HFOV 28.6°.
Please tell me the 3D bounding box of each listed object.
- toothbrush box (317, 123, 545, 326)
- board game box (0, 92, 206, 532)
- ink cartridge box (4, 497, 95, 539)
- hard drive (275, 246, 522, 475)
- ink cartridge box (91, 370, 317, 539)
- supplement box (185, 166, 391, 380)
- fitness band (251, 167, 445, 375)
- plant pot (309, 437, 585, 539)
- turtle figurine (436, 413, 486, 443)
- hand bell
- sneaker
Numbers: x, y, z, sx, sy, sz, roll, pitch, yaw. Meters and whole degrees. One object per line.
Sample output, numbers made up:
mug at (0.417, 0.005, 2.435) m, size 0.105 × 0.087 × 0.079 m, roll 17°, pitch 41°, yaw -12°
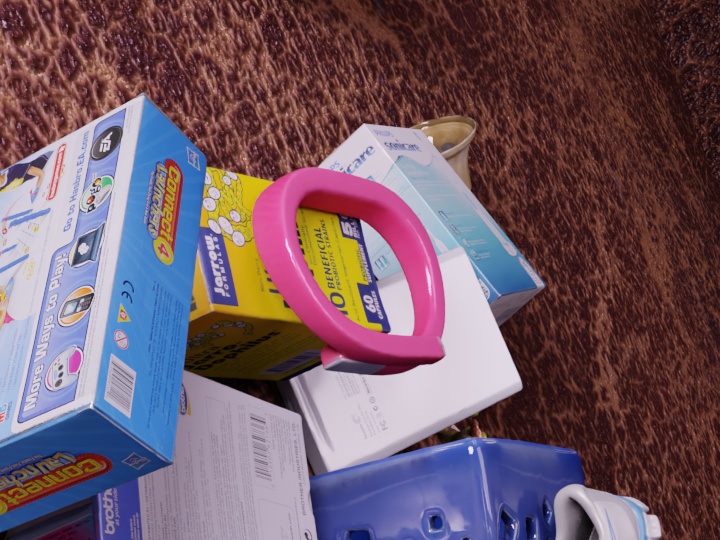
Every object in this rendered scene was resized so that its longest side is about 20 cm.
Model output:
toothbrush box at (0.061, -0.033, 1.298) m, size 0.200 × 0.085 × 0.146 m, roll 53°, pitch 21°, yaw 11°
board game box at (-0.177, 0.033, 0.710) m, size 0.056 × 0.195 × 0.200 m, roll 45°, pitch 33°, yaw -38°
ink cartridge box at (-0.110, 0.164, 0.872) m, size 0.200 × 0.076 × 0.137 m, roll 52°, pitch 28°, yaw -30°
hard drive at (0.027, 0.074, 1.147) m, size 0.200 × 0.026 × 0.132 m, roll -22°, pitch 88°, yaw -31°
ink cartridge box at (-0.096, 0.120, 0.803) m, size 0.200 × 0.042 × 0.120 m, roll 32°, pitch 42°, yaw -53°
supplement box at (-0.087, 0.006, 0.988) m, size 0.200 × 0.109 × 0.109 m, roll 9°, pitch 60°, yaw -54°
fitness band at (0.000, 0.000, 0.983) m, size 0.200 × 0.037 × 0.144 m, roll 9°, pitch 60°, yaw -55°
plant pot at (0.053, 0.230, 0.998) m, size 0.200 × 0.199 × 0.180 m, roll 18°, pitch 59°, yaw -59°
turtle figurine at (0.063, 0.112, 1.261) m, size 0.200 × 0.064 × 0.161 m, roll 52°, pitch 13°, yaw 12°
hand bell at (0.102, -0.051, 1.487) m, size 0.104 × 0.104 × 0.201 m, roll -68°, pitch 141°, yaw -57°
sneaker at (0.143, 0.232, 0.911) m, size 0.087 × 0.075 × 0.201 m, roll 31°, pitch 51°, yaw -38°
